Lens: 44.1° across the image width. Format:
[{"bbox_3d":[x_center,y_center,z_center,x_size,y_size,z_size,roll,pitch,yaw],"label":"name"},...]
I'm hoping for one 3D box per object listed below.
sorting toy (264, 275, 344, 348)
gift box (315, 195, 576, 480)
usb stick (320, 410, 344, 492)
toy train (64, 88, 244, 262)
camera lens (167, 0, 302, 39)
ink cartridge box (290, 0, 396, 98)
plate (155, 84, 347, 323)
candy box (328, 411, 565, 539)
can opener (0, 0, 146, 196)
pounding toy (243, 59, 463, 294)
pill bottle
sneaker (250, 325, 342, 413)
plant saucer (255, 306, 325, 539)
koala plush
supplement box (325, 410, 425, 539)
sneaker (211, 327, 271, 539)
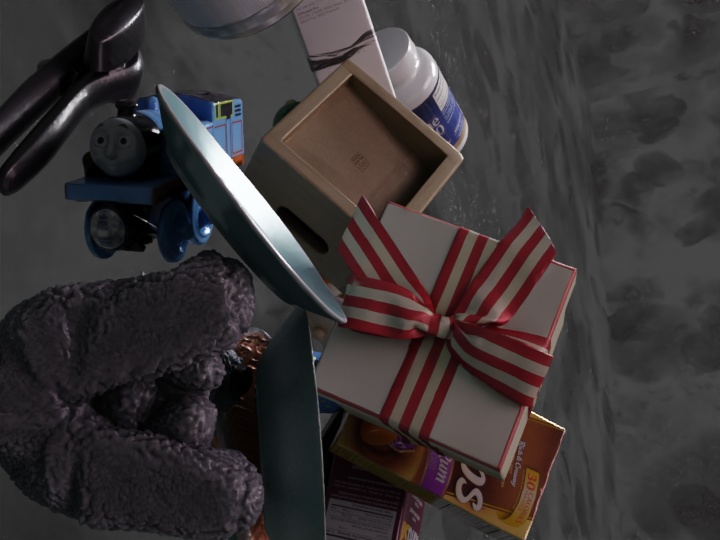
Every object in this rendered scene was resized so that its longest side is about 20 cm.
[{"bbox_3d":[0.000,0.000,0.993,0.201,0.106,0.182,56,36,-43],"label":"sorting toy"},{"bbox_3d":[0.070,0.048,0.733,0.187,0.182,0.202,56,51,-72],"label":"gift box"},{"bbox_3d":[-0.035,0.201,0.933,0.200,0.032,0.056,-52,134,-60],"label":"usb stick"},{"bbox_3d":[-0.151,-0.077,0.685,0.200,0.085,0.116,-47,138,-70],"label":"toy train"},{"bbox_3d":[-0.131,-0.315,0.761,0.200,0.158,0.162,49,38,-49],"label":"camera lens"},{"bbox_3d":[-0.020,-0.252,1.034,0.145,0.083,0.202,-102,172,-67],"label":"ink cartridge box"},{"bbox_3d":[-0.078,-0.037,0.597,0.201,0.025,0.200,53,1,-1],"label":"plate"},{"bbox_3d":[0.084,0.163,0.853,0.118,0.198,0.057,-63,-179,-22],"label":"candy box"},{"bbox_3d":[-0.215,-0.123,0.627,0.079,0.063,0.201,94,18,-47],"label":"can opener"},{"bbox_3d":[-0.028,-0.105,0.906,0.199,0.142,0.184,40,53,1],"label":"pounding toy"},{"bbox_3d":[0.070,-0.242,1.252,0.200,0.110,0.112,49,38,-50],"label":"pill bottle"},{"bbox_3d":[-0.070,0.085,0.808,0.200,0.104,0.077,40,45,-57],"label":"sneaker"},{"bbox_3d":[-0.053,0.126,0.633,0.201,0.038,0.204,176,-90,-82],"label":"plant saucer"},{"bbox_3d":[-0.147,0.075,0.617,0.200,0.181,0.180,-52,141,-86],"label":"koala plush"},{"bbox_3d":[0.021,0.219,0.921,0.111,0.084,0.202,62,38,-62],"label":"supplement box"},{"bbox_3d":[-0.102,0.146,0.743,0.071,0.079,0.203,-8,96,-38],"label":"sneaker"}]
